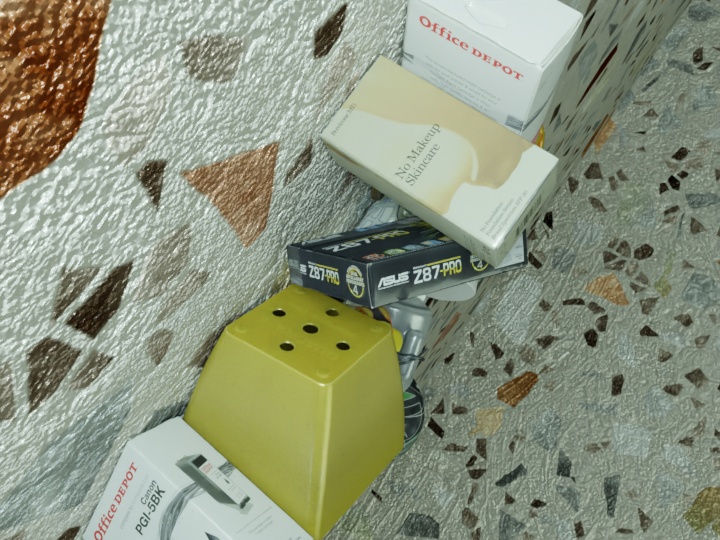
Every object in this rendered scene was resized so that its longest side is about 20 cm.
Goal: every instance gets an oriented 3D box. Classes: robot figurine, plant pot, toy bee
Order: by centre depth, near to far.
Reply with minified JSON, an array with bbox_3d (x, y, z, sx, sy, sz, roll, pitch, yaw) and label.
[{"bbox_3d":[-0.065,0.134,0.856,0.200,0.199,0.177,-34,142,-51],"label":"plant pot"},{"bbox_3d":[0.012,0.085,0.986,0.199,0.109,0.131,-21,160,35],"label":"toy bee"},{"bbox_3d":[0.036,0.101,1.133,0.170,0.112,0.201,27,-78,64],"label":"robot figurine"}]

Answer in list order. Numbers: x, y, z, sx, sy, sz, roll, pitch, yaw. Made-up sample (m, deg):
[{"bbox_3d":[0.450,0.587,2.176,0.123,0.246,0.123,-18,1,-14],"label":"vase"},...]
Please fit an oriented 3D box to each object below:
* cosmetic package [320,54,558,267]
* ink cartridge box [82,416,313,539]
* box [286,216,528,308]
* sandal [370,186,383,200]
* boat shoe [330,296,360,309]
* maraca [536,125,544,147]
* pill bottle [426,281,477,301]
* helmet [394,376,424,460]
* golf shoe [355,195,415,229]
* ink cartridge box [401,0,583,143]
[{"bbox_3d":[0.073,-0.103,0.724,0.105,0.200,0.071,-55,163,-5],"label":"cosmetic package"},{"bbox_3d":[-0.170,0.273,0.788,0.147,0.200,0.083,-61,161,22],"label":"ink cartridge box"},{"bbox_3d":[0.048,-0.015,0.803,0.199,0.161,0.049,-14,104,-30],"label":"box"},{"bbox_3d":[0.080,-0.157,0.920,0.200,0.054,0.082,-48,164,-26],"label":"sandal"},{"bbox_3d":[0.000,0.000,1.046,0.067,0.057,0.201,24,97,-48],"label":"boat shoe"},{"bbox_3d":[0.227,-0.202,1.164,0.200,0.106,0.138,113,-16,-90],"label":"maraca"},{"bbox_3d":[0.124,-0.067,1.015,0.112,0.112,0.201,88,14,-67],"label":"pill bottle"},{"bbox_3d":[0.011,0.243,1.325,0.200,0.190,0.200,-49,165,-18],"label":"helmet"},{"bbox_3d":[0.035,-0.055,0.973,0.200,0.078,0.097,-39,-151,17],"label":"golf shoe"},{"bbox_3d":[0.120,-0.196,0.775,0.083,0.146,0.200,-51,166,-21],"label":"ink cartridge box"}]
